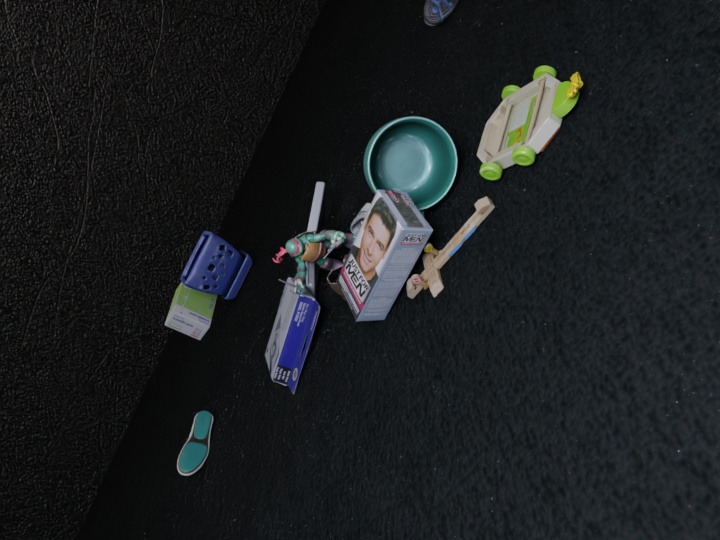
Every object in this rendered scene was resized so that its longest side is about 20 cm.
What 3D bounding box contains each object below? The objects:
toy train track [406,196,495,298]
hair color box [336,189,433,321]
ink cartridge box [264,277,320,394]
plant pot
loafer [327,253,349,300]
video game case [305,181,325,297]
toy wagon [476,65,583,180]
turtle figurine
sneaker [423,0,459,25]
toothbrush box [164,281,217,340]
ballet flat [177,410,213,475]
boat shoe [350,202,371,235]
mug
[{"bbox_3d":[0.127,-0.036,0.935,0.200,0.032,0.115,-50,25,26],"label":"toy train track"},{"bbox_3d":[0.034,-0.021,0.993,0.099,0.060,0.200,61,138,39],"label":"hair color box"},{"bbox_3d":[-0.151,0.133,1.305,0.200,0.040,0.200,-141,68,-68],"label":"ink cartridge box"},{"bbox_3d":[-0.494,-0.011,2.114,0.201,0.179,0.200,-65,22,-4],"label":"plant pot"},{"bbox_3d":[0.000,0.000,1.128,0.200,0.071,0.073,-38,32,47],"label":"loafer"},{"bbox_3d":[-0.102,-0.069,1.385,0.182,0.024,0.200,93,-178,-47],"label":"video game case"},{"bbox_3d":[0.244,-0.217,0.873,0.200,0.039,0.156,-18,49,60],"label":"toy wagon"},{"bbox_3d":[-0.086,-0.034,1.204,0.150,0.200,0.101,-48,68,24],"label":"turtle figurine"},{"bbox_3d":[0.211,-0.673,1.458,0.200,0.076,0.077,-63,-1,0],"label":"sneaker"},{"bbox_3d":[-0.635,0.143,2.302,0.086,0.145,0.200,-50,26,29],"label":"toothbrush box"},{"bbox_3d":[-0.425,0.459,1.587,0.069,0.069,0.200,-49,21,31],"label":"ballet flat"},{"bbox_3d":[0.027,-0.084,1.145,0.065,0.074,0.202,-45,18,-3],"label":"boat shoe"},{"bbox_3d":[0.074,-0.169,1.048,0.185,0.152,0.114,-63,10,8],"label":"mug"}]
